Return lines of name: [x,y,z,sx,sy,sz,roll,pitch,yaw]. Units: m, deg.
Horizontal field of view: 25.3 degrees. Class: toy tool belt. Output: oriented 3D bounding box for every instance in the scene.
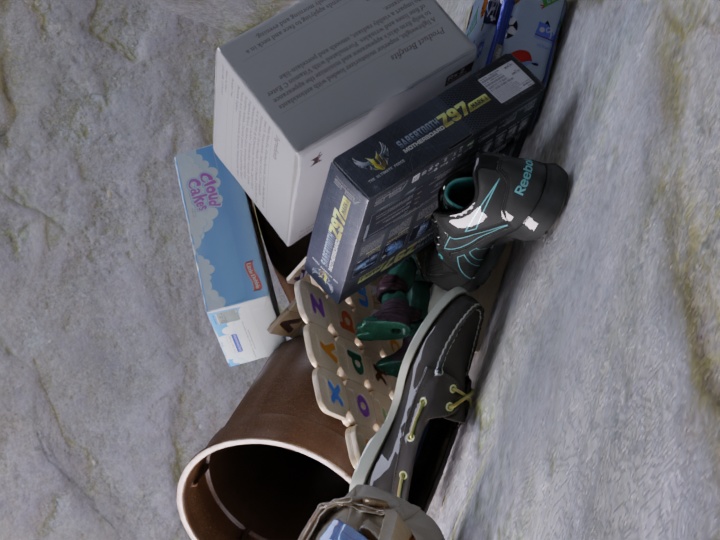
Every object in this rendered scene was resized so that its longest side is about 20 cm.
toy tool belt: [-0.007,0.259,1.148,0.123,0.125,0.201,-5,-67,-87]

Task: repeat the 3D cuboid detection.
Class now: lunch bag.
lunch bag: [0.133,-0.193,1.532,0.200,0.075,0.161,171,115,-85]

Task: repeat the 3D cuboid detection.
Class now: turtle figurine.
turtle figurine: [0.032,-0.014,1.430,0.101,0.150,0.200,-23,49,30]

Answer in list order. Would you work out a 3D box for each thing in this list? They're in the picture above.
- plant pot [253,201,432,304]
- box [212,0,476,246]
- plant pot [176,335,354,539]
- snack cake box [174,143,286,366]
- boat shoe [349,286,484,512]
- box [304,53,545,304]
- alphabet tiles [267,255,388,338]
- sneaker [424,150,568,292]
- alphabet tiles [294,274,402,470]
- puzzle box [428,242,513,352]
plant pot: [-0.033,-0.062,1.686,0.200,0.186,0.187,56,-139,-48]
box: [-0.020,-0.156,1.480,0.199,0.131,0.200,-32,-16,-18]
plant pot: [-0.054,0.179,1.568,0.198,0.200,0.201,-67,0,-52]
snack cake box: [-0.134,-0.018,1.650,0.115,0.067,0.200,74,180,-57]
boat shoe: [0.060,0.114,1.308,0.072,0.060,0.202,12,-77,-57]
box: [0.051,-0.075,1.320,0.200,0.051,0.158,-33,-22,-26]
alphabet tiles: [0.000,0.000,1.593,0.200,0.167,0.008,-48,57,21]
sneaker: [0.091,-0.045,1.295,0.200,0.079,0.076,135,151,-57]
alphabet tiles: [-0.001,0.086,1.398,0.196,0.015,0.201,28,-136,-58]
puzzle box: [0.094,0.016,1.451,0.200,0.025,0.133,144,145,-80]
